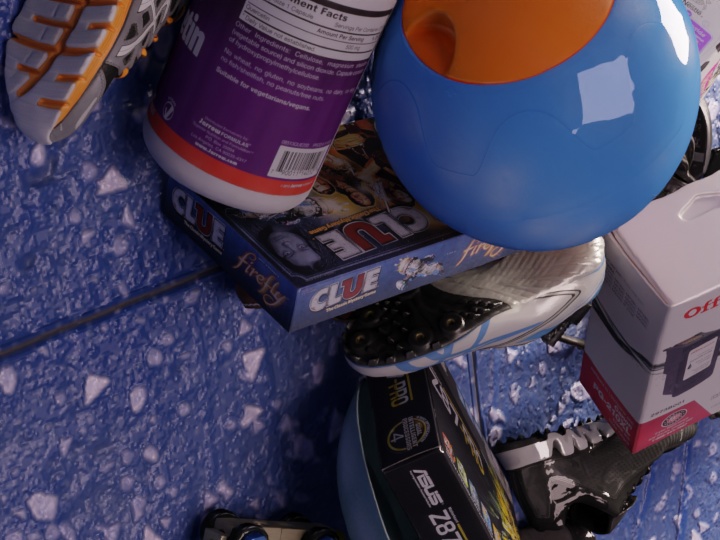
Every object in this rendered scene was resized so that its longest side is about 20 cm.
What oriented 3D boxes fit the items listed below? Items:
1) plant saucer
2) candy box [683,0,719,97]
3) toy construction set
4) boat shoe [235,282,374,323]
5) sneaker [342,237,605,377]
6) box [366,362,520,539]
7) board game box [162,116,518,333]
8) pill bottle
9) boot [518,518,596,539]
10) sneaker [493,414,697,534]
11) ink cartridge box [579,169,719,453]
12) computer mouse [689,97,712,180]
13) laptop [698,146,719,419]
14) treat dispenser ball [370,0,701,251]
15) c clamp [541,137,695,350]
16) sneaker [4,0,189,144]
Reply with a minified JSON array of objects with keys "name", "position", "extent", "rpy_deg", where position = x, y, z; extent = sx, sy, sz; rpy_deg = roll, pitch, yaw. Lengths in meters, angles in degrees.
[{"name":"plant saucer","position":[0.023,0.175,1.217],"extent":[0.038,0.202,0.202],"rpy_deg":[-22,123,11]},{"name":"candy box","position":[0.194,-0.122,1.281],"extent":[0.200,0.071,0.168],"rpy_deg":[-48,170,-23]},{"name":"toy construction set","position":[-0.061,0.232,1.185],"extent":[0.199,0.092,0.133],"rpy_deg":[8,95,-54]},{"name":"boat shoe","position":[0.000,0.000,1.193],"extent":[0.199,0.070,0.071],"rpy_deg":[-18,107,-38]},{"name":"sneaker","position":[0.080,0.031,1.183],"extent":[0.198,0.072,0.073],"rpy_deg":[-22,135,-20]},{"name":"box","position":[0.062,0.146,1.231],"extent":[0.049,0.162,0.201],"rpy_deg":[-23,124,8]},{"name":"board game box","position":[-0.007,-0.037,1.135],"extent":[0.199,0.135,0.035],"rpy_deg":[-19,137,-38]},{"name":"pill bottle","position":[-0.047,-0.142,1.047],"extent":[0.112,0.112,0.201],"rpy_deg":[2,123,-42]},{"name":"boot","position":[0.115,0.290,1.376],"extent":[0.131,0.069,0.202],"rpy_deg":[2,88,-39]},{"name":"sneaker","position":[0.193,0.159,1.394],"extent":[0.199,0.066,0.091],"rpy_deg":[-9,82,-37]},{"name":"ink cartridge box","position":[0.249,0.026,1.307],"extent":[0.144,0.085,0.201],"rpy_deg":[-24,148,-16]},{"name":"computer mouse","position":[0.242,-0.048,1.418],"extent":[0.034,0.058,0.202],"rpy_deg":[-8,110,-69]},{"name":"laptop","position":[0.343,0.000,1.478],"extent":[0.176,0.103,0.201],"rpy_deg":[-10,129,-41]},{"name":"treat dispenser ball","position":[0.106,-0.113,1.074],"extent":[0.200,0.200,0.203],"rpy_deg":[-11,107,-40]},{"name":"c clamp","position":[0.187,-0.022,1.311],"extent":[0.201,0.027,0.170],"rpy_deg":[-54,158,16]},{"name":"sneaker","position":[-0.137,-0.160,1.033],"extent":[0.077,0.078,0.201],"rpy_deg":[37,76,-52]}]
